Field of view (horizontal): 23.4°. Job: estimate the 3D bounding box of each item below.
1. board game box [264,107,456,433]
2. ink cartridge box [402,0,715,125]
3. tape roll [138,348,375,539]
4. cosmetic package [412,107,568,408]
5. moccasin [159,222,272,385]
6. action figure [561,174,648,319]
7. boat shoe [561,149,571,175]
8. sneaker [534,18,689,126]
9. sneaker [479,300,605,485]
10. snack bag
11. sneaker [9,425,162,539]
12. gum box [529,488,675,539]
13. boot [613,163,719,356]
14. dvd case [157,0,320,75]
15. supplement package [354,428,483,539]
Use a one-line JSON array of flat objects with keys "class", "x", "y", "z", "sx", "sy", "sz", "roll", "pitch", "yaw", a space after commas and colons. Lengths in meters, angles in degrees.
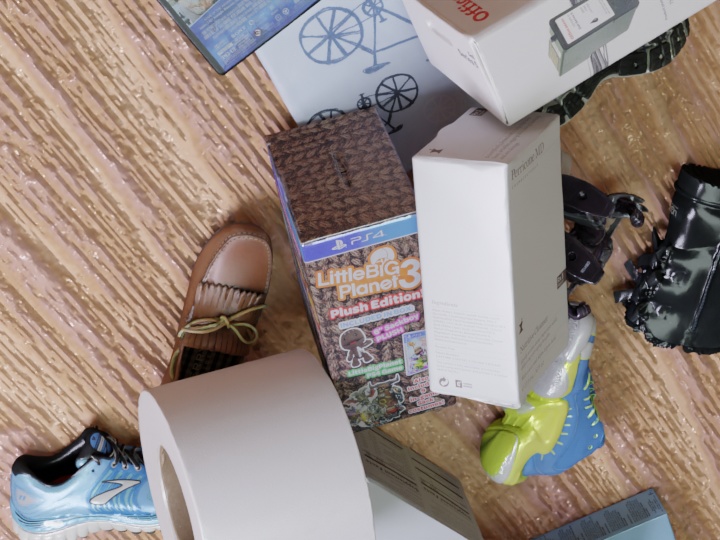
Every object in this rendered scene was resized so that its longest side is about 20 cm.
[{"class": "board game box", "x": 0.000, "y": 0.000, "z": 1.407, "sx": 0.096, "sy": 0.160, "sz": 0.201, "roll": -15, "pitch": 128, "yaw": -4}, {"class": "ink cartridge box", "x": 0.149, "y": -0.215, "z": 1.321, "sx": 0.200, "sy": 0.146, "sz": 0.084, "roll": -31, "pitch": 124, "yaw": -7}, {"class": "tape roll", "x": -0.086, "y": 0.176, "z": 1.408, "sx": 0.139, "sy": 0.203, "sz": 0.203, "roll": -15, "pitch": 122, "yaw": -16}, {"class": "cosmetic package", "x": 0.102, "y": -0.013, "z": 1.323, "sx": 0.081, "sy": 0.113, "sz": 0.201, "roll": 9, "pitch": 120, "yaw": 25}, {"class": "moccasin", "x": -0.123, "y": 0.052, "z": 1.470, "sx": 0.073, "sy": 0.078, "sz": 0.202, "roll": 19, "pitch": 113, "yaw": -21}, {"class": "action figure", "x": 0.189, "y": -0.017, "z": 1.462, "sx": 0.069, "sy": 0.200, "sz": 0.131, "roll": 24, "pitch": 87, "yaw": 14}, {"class": "boat shoe", "x": 0.107, "y": -0.028, "z": 1.451, "sx": 0.060, "sy": 0.074, "sz": 0.201, "roll": 33, "pitch": 83, "yaw": -26}, {"class": "sneaker", "x": 0.180, "y": -0.183, "z": 1.408, "sx": 0.200, "sy": 0.089, "sz": 0.079, "roll": -30, "pitch": 113, "yaw": -19}, {"class": "sneaker", "x": 0.186, "y": 0.112, "z": 1.589, "sx": 0.105, "sy": 0.076, "sz": 0.200, "roll": 6, "pitch": 127, "yaw": -29}, {"class": "snack bag", "x": 0.028, "y": -0.165, "z": 1.415, "sx": 0.188, "sy": 0.021, "sz": 0.200, "roll": -27, "pitch": 125, "yaw": 4}, {"class": "sneaker", "x": -0.213, "y": 0.180, "z": 1.525, "sx": 0.199, "sy": 0.078, "sz": 0.090, "roll": -12, "pitch": 118, "yaw": -6}, {"class": "gum box", "x": 0.228, "y": 0.327, "z": 1.730, "sx": 0.199, "sy": 0.045, "sz": 0.170, "roll": -22, "pitch": 122, "yaw": 1}, {"class": "boot", "x": 0.339, "y": 0.000, "z": 1.552, "sx": 0.197, "sy": 0.073, "sz": 0.163, "roll": 12, "pitch": 114, "yaw": -11}, {"class": "dvd case", "x": -0.112, "y": -0.264, "z": 1.312, "sx": 0.142, "sy": 0.018, "sz": 0.200, "roll": -36, "pitch": 115, "yaw": 10}, {"class": "supplement package", "x": -0.012, "y": 0.260, "z": 1.597, "sx": 0.156, "sy": 0.111, "sz": 0.200, "roll": 34, "pitch": 108, "yaw": -27}]
